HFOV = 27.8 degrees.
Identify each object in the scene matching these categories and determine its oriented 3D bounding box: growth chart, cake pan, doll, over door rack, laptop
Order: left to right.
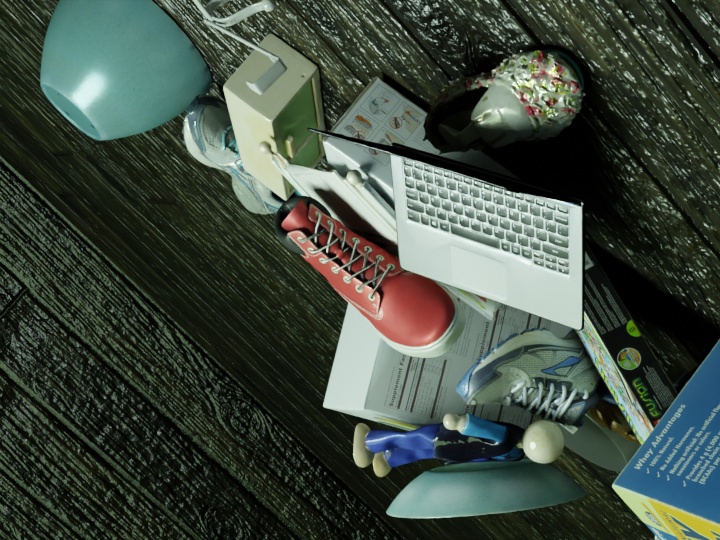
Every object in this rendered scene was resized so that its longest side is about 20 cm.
[{"bbox_3d":[-0.130,-0.258,1.273,0.148,0.066,0.200,50,-176,-35],"label":"over door rack"},{"bbox_3d":[-0.009,-0.058,1.364,0.145,0.018,0.199,47,167,-30],"label":"growth chart"},{"bbox_3d":[0.072,-0.031,1.162,0.186,0.116,0.202,20,133,32],"label":"laptop"},{"bbox_3d":[0.099,0.164,1.381,0.198,0.049,0.136,-8,157,27],"label":"doll"},{"bbox_3d":[0.246,0.163,1.673,0.200,0.037,0.201,37,165,11],"label":"cake pan"}]

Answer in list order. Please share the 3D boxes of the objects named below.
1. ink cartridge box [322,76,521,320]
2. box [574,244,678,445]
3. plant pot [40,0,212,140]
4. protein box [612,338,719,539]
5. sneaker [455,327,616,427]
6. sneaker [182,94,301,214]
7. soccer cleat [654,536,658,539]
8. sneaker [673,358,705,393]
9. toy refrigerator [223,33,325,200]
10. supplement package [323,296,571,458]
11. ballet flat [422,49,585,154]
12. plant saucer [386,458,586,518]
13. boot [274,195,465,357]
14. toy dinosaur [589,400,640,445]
[{"bbox_3d":[0.071,-0.061,1.351,0.199,0.084,0.176,37,167,14],"label":"ink cartridge box"},{"bbox_3d":[0.233,0.080,1.286,0.201,0.034,0.110,63,179,31],"label":"box"},{"bbox_3d":[-0.287,-0.230,1.665,0.199,0.135,0.200,37,165,11],"label":"plant pot"},{"bbox_3d":[0.333,0.142,1.053,0.135,0.199,0.200,46,165,-22],"label":"protein box"},{"bbox_3d":[0.181,0.104,1.361,0.086,0.198,0.077,63,144,26],"label":"sneaker"},{"bbox_3d":[-0.126,-0.136,1.694,0.086,0.078,0.200,11,157,40],"label":"sneaker"},{"bbox_3d":[0.351,0.247,1.558,0.068,0.085,0.200,35,165,19],"label":"soccer cleat"},{"bbox_3d":[0.318,0.136,1.337,0.082,0.070,0.200,42,167,7],"label":"sneaker"},{"bbox_3d":[-0.081,-0.152,1.489,0.070,0.076,0.200,36,165,12],"label":"toy refrigerator"},{"bbox_3d":[0.089,0.096,1.506,0.198,0.152,0.152,17,171,-15],"label":"supplement package"},{"bbox_3d":[0.105,-0.119,1.119,0.076,0.064,0.200,52,164,-9],"label":"ballet flat"},{"bbox_3d":[0.122,0.211,1.436,0.198,0.039,0.201,-5,176,0],"label":"plant saucer"},{"bbox_3d":[0.000,0.000,1.326,0.144,0.073,0.200,42,173,-40],"label":"boot"},{"bbox_3d":[0.256,0.142,1.534,0.200,0.061,0.106,40,167,1],"label":"toy dinosaur"}]
